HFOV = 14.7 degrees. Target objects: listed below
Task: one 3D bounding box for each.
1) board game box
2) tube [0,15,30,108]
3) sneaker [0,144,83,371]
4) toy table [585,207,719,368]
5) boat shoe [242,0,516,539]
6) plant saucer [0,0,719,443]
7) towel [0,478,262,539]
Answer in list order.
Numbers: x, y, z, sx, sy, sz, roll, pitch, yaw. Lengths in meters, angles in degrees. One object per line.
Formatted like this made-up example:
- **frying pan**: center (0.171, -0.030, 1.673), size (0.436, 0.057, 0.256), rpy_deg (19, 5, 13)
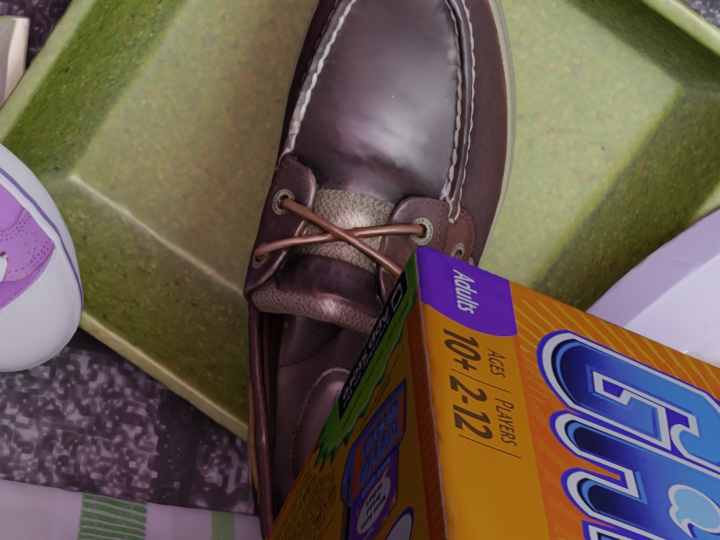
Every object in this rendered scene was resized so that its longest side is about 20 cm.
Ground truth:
- **board game box**: center (0.065, 0.151, 0.675), size (0.199, 0.200, 0.200), rpy_deg (23, 111, -11)
- **tube**: center (-0.207, -0.054, 0.893), size (0.199, 0.058, 0.052), rpy_deg (6, 40, -11)
- **sneaker**: center (-0.151, -0.006, 0.800), size (0.073, 0.114, 0.200), rpy_deg (-37, 130, 16)
- **toy table**: center (0.130, 0.069, 0.845), size (0.184, 0.117, 0.200), rpy_deg (24, 115, -32)
- **boat shoe**: center (0.000, 0.000, 0.832), size (0.072, 0.072, 0.200), rpy_deg (15, 111, 3)
- **plant saucer**: center (0.001, -0.041, 0.882), size (0.200, 0.048, 0.200), rpy_deg (35, 111, -5)
- **towel**: center (-0.093, 0.096, 0.839), size (0.199, 0.153, 0.023), rpy_deg (9, 109, -5)
